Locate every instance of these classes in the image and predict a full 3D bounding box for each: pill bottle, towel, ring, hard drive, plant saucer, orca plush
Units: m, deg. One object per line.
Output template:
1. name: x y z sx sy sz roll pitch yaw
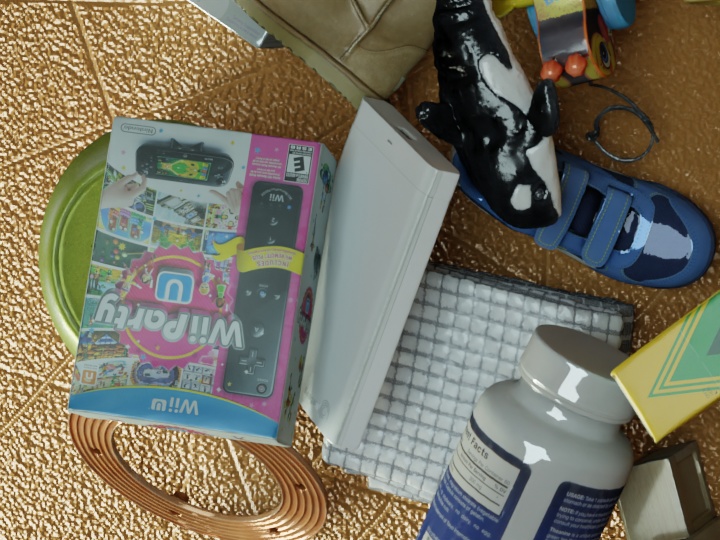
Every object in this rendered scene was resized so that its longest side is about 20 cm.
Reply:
1. pill bottle: 0.111 0.142 1.653 0.110 0.111 0.201 29 107 16
2. towel: 0.083 0.083 1.760 0.198 0.086 0.167 13 102 18
3. ring: -0.114 0.136 1.808 0.199 0.201 0.019 10 57 20
4. hard drive: 0.000 0.000 1.703 0.132 0.026 0.201 49 123 57
5. plant saucer: -0.145 -0.005 1.777 0.198 0.031 0.202 2 96 22
6. orca plush: 0.071 -0.116 1.633 0.105 0.071 0.202 22 128 54

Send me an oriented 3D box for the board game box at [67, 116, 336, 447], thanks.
1. board game box: -0.105 0.008 1.699 0.146 0.064 0.202 7 83 8

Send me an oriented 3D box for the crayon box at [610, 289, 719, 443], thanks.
1. crayon box: 0.264 0.026 1.617 0.172 0.200 0.058 -39 82 20

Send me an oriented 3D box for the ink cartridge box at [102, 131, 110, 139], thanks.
1. ink cartridge box: -0.117 0.007 1.828 0.145 0.083 0.202 10 99 20

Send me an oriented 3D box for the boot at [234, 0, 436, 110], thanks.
1. boot: 0.016 -0.228 1.730 0.175 0.066 0.200 39 99 -16

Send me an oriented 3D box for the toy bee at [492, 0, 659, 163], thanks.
1. toy bee: 0.145 -0.167 1.659 0.131 0.109 0.201 -36 90 25

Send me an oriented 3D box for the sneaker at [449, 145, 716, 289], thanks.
1. sneaker: 0.145 -0.042 1.721 0.199 0.082 0.074 25 102 17

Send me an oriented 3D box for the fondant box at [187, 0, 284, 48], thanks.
1. fondant box: -0.071 -0.279 1.795 0.144 0.058 0.201 34 105 15

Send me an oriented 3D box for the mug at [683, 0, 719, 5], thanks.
1. mug: 0.313 -0.177 1.603 0.186 0.153 0.150 -36 83 21

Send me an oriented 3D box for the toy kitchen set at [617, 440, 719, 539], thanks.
1. toy kitchen set: 0.155 0.241 1.702 0.179 0.163 0.202 -15 90 22
